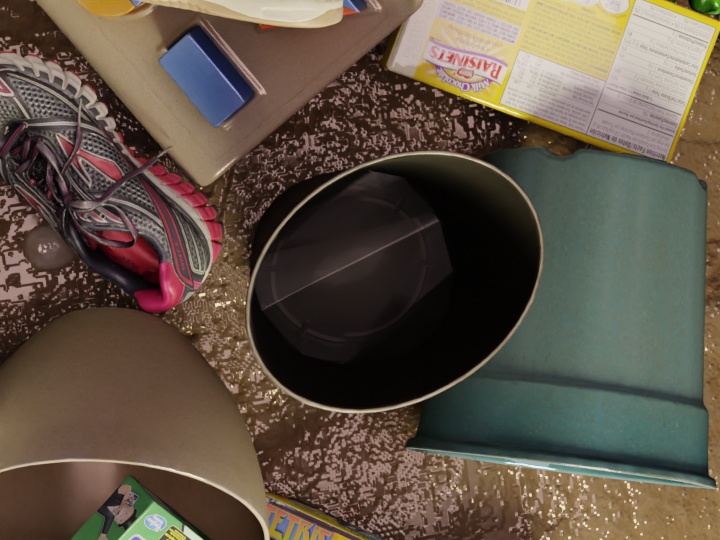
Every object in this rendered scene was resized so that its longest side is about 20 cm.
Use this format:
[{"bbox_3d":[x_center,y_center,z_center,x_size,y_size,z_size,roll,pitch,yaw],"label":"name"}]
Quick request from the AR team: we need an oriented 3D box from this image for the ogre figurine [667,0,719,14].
[{"bbox_3d":[0.158,-0.245,1.232,0.199,0.098,0.121,15,83,27],"label":"ogre figurine"}]

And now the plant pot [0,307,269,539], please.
[{"bbox_3d":[-0.153,0.103,1.141,0.199,0.201,0.135,11,54,-17],"label":"plant pot"}]

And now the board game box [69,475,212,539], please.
[{"bbox_3d":[-0.121,0.216,1.095,0.135,0.029,0.200,-48,139,-5],"label":"board game box"}]

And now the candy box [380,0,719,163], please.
[{"bbox_3d":[0.121,-0.142,1.187,0.199,0.026,0.103,19,99,-16],"label":"candy box"}]

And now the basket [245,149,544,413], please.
[{"bbox_3d":[0.000,0.000,1.150,0.180,0.200,0.137,-28,99,-9],"label":"basket"}]

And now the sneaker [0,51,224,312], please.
[{"bbox_3d":[-0.172,-0.056,1.145,0.200,0.075,0.081,36,124,-8],"label":"sneaker"}]

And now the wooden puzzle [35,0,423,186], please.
[{"bbox_3d":[-0.091,-0.170,1.121,0.200,0.046,0.185,-37,99,23],"label":"wooden puzzle"}]

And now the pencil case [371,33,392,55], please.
[{"bbox_3d":[0.078,-0.160,1.227,0.199,0.078,0.090,22,115,-16],"label":"pencil case"}]

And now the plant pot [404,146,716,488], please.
[{"bbox_3d":[0.140,0.030,1.212,0.199,0.200,0.197,10,84,-17],"label":"plant pot"}]

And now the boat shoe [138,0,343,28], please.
[{"bbox_3d":[-0.104,-0.183,1.063,0.199,0.072,0.065,10,104,1],"label":"boat shoe"}]

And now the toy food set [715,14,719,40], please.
[{"bbox_3d":[0.349,-0.209,1.314,0.143,0.060,0.201,29,85,-17],"label":"toy food set"}]

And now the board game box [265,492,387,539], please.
[{"bbox_3d":[-0.003,0.253,1.184,0.057,0.199,0.166,27,85,-59],"label":"board game box"}]
